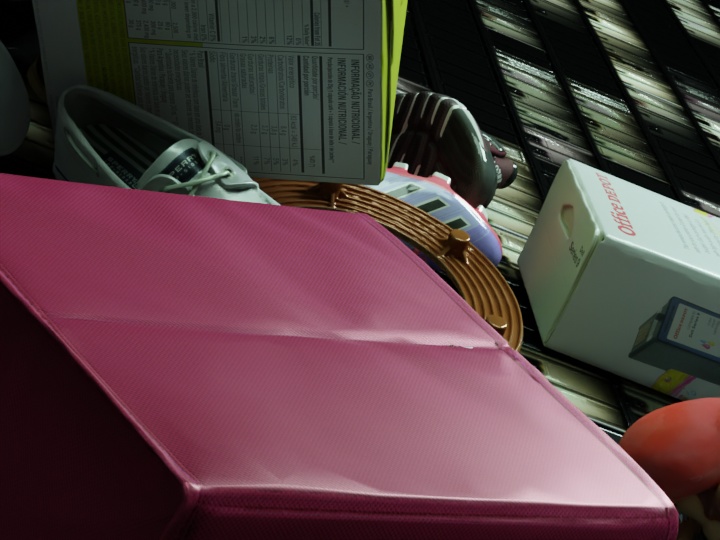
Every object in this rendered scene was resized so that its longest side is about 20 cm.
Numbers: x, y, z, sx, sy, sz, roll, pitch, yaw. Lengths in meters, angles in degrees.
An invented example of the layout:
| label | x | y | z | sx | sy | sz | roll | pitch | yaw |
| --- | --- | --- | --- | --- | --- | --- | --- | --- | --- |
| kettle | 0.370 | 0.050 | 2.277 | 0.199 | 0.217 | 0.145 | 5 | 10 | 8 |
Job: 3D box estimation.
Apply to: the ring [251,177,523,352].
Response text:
| label | x | y | z | sx | sy | sz | roll | pitch | yaw |
| --- | --- | --- | --- | --- | --- | --- | --- | --- | --- |
| ring | 0.000 | 0.000 | 1.304 | 0.200 | 0.019 | 0.201 | 16 | 33 | -10 |

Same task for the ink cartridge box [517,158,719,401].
| label | x | y | z | sx | sy | sz | roll | pitch | yaw |
| --- | --- | --- | --- | --- | --- | --- | --- | --- | --- |
| ink cartridge box | 0.210 | 0.019 | 1.470 | 0.200 | 0.088 | 0.145 | 22 | 19 | -13 |

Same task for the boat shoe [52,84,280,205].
| label | x | y | z | sx | sy | sz | roll | pitch | yaw |
| --- | --- | --- | --- | --- | --- | --- | --- | --- | --- |
| boat shoe | -0.097 | -0.037 | 1.242 | 0.200 | 0.067 | 0.074 | 26 | 53 | 30 |

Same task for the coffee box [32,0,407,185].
| label | x | y | z | sx | sy | sz | roll | pitch | yaw |
| --- | --- | --- | --- | --- | --- | --- | --- | --- | --- |
| coffee box | -0.072 | -0.191 | 1.328 | 0.198 | 0.200 | 0.200 | 4 | 50 | 4 |

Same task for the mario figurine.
| label | x | y | z | sx | sy | sz | roll | pitch | yaw |
| --- | --- | --- | --- | --- | --- | --- | --- | --- | --- |
| mario figurine | 0.213 | 0.147 | 1.192 | 0.200 | 0.106 | 0.123 | 35 | -19 | -1 |

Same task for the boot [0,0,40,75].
| label | x | y | z | sx | sy | sz | roll | pitch | yaw |
| --- | --- | --- | --- | --- | --- | --- | --- | --- | --- |
| boot | -0.256 | -0.182 | 1.463 | 0.151 | 0.073 | 0.200 | 36 | 27 | 30 |

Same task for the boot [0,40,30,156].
| label | x | y | z | sx | sy | sz | roll | pitch | yaw |
| --- | --- | --- | --- | --- | --- | --- | --- | --- | --- |
| boot | -0.279 | -0.130 | 1.290 | 0.200 | 0.074 | 0.096 | 43 | -30 | -27 |

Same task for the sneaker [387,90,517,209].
| label | x | y | z | sx | sy | sz | roll | pitch | yaw |
| --- | --- | --- | --- | --- | --- | --- | --- | --- | --- |
| sneaker | 0.070 | -0.074 | 1.546 | 0.115 | 0.076 | 0.200 | 19 | 11 | -29 |

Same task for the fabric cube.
| label | x | y | z | sx | sy | sz | roll | pitch | yaw |
| --- | --- | --- | --- | --- | --- | --- | --- | --- | --- |
| fabric cube | -0.057 | 0.100 | 0.759 | 0.199 | 0.196 | 0.200 | 7 | 26 | -42 |

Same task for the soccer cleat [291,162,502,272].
| label | x | y | z | sx | sy | sz | roll | pitch | yaw |
| --- | --- | --- | --- | --- | --- | --- | --- | --- | --- |
| soccer cleat | -0.008 | -0.040 | 1.419 | 0.200 | 0.067 | 0.077 | 31 | 56 | -8 |

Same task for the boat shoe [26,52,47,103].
| label | x | y | z | sx | sy | sz | roll | pitch | yaw |
| --- | --- | --- | --- | --- | --- | --- | --- | --- | --- |
| boat shoe | -0.109 | -0.122 | 1.462 | 0.200 | 0.070 | 0.070 | 8 | 45 | -36 |
